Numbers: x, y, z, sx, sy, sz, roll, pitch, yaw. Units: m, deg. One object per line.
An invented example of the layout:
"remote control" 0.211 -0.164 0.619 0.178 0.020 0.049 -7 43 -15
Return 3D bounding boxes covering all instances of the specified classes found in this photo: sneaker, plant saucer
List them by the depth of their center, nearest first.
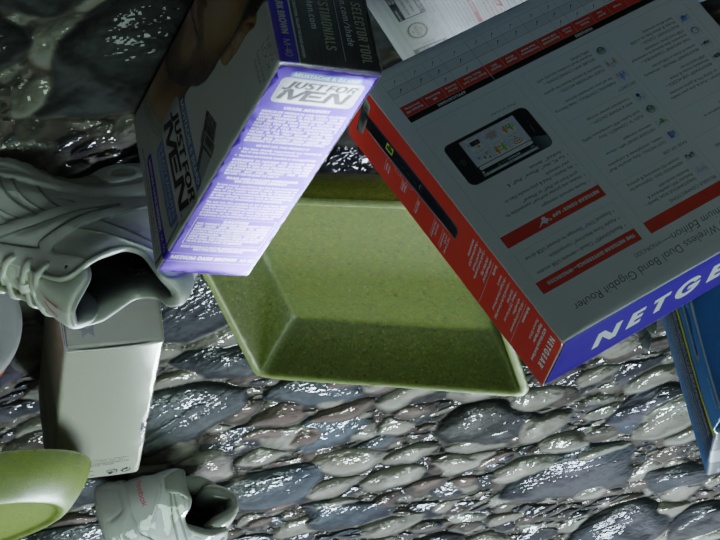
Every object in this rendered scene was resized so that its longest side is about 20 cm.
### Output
"sneaker" -0.188 -0.010 1.137 0.199 0.100 0.078 -4 138 3
"plant saucer" 0.000 0.000 1.231 0.199 0.048 0.200 3 144 21
"plant saucer" -0.278 0.166 1.311 0.199 0.031 0.200 -14 165 -4
"sneaker" -0.140 0.222 1.607 0.099 0.078 0.200 -22 151 9

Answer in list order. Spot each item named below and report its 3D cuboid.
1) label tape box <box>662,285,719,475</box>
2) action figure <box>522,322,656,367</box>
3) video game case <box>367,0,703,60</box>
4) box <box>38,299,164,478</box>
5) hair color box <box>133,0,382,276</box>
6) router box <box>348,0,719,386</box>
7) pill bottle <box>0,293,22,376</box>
"label tape box" 0.250 0.048 1.319 0.066 0.144 0.200 -14 162 2
"action figure" 0.113 0.034 1.398 0.199 0.055 0.118 1 158 4
"video game case" 0.109 -0.167 1.091 0.199 0.018 0.143 -20 150 12
"box" -0.180 0.065 1.318 0.068 0.083 0.200 -4 152 -15
"hair color box" -0.062 -0.094 1.052 0.064 0.110 0.200 4 147 -26
"router box" 0.124 -0.061 1.018 0.199 0.180 0.049 -27 157 -22
"pill bottle" -0.300 0.071 1.244 0.109 0.110 0.200 5 147 -30
